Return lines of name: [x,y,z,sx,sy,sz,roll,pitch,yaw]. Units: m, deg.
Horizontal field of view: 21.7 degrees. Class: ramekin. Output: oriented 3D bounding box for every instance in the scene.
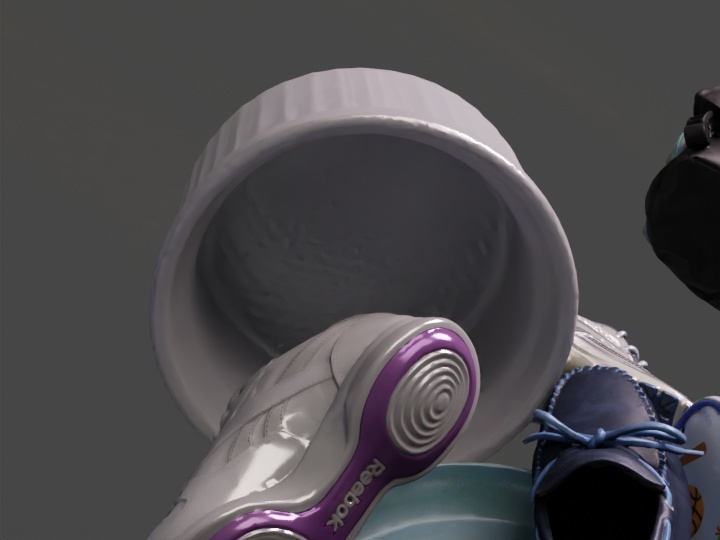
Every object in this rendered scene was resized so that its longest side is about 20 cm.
ramekin: [0.000,0.000,0.911,0.199,0.201,0.098,19,25,-12]

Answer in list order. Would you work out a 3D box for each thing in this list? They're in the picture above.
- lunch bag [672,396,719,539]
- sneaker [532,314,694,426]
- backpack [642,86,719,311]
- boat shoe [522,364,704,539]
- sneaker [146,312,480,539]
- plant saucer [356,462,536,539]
lunch bag: [0.182,0.161,0.839,0.075,0.161,0.200,11,34,-23]
sneaker: [0.134,0.065,1.029,0.200,0.077,0.085,35,28,12]
backpack: [0.264,-0.050,1.243,0.167,0.127,0.200,39,31,-2]
boat shoe: [0.113,0.103,0.811,0.084,0.069,0.200,-11,37,5]
sneaker: [-0.036,0.095,0.817,0.200,0.075,0.099,-43,29,-18]
plant saucer: [0.052,0.162,0.818,0.199,0.028,0.201,2,37,-1]
